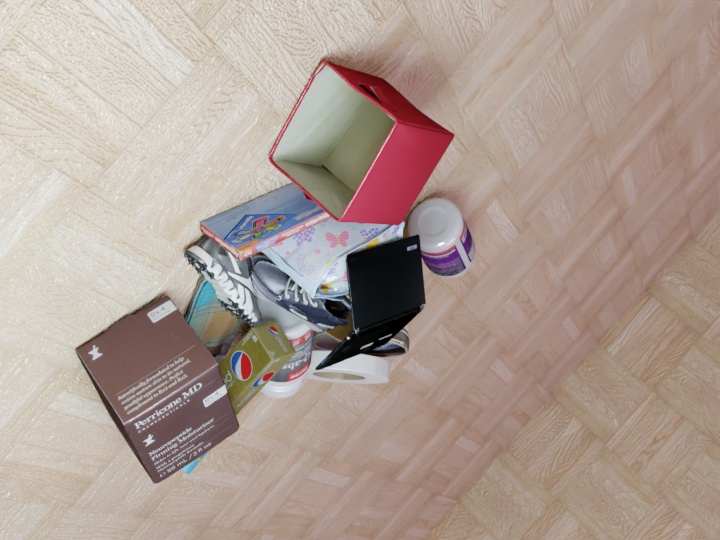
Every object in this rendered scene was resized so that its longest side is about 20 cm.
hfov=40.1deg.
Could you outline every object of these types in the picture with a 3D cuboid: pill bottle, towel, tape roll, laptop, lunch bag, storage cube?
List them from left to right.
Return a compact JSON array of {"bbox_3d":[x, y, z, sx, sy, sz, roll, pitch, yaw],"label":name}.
[{"bbox_3d":[-0.241,0.076,1.659,0.146,0.022,0.201,-9,134,-50],"label":"towel"},{"bbox_3d":[-0.142,0.133,1.773,0.115,0.116,0.201,-31,148,-29],"label":"pill bottle"},{"bbox_3d":[-0.056,-0.046,1.607,0.199,0.169,0.128,-29,144,-35],"label":"lunch bag"},{"bbox_3d":[-0.040,0.191,1.932,0.203,0.200,0.038,34,58,-62],"label":"tape roll"},{"bbox_3d":[0.002,-0.188,1.505,0.179,0.171,0.201,-1,127,-56],"label":"storage cube"},{"bbox_3d":[0.012,0.054,1.620,0.176,0.104,0.200,-17,158,-43],"label":"laptop"},{"bbox_3d":[0.168,-0.057,1.979,0.112,0.112,0.200,-45,153,-4],"label":"pill bottle"}]

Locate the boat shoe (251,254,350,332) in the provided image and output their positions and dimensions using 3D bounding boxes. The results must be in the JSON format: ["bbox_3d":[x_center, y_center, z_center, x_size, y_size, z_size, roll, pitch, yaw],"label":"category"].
[{"bbox_3d":[-0.099,0.032,1.627,0.199,0.092,0.075,33,64,-29],"label":"boat shoe"}]

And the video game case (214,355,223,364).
[{"bbox_3d":[-0.314,0.254,1.768,0.181,0.023,0.201,-36,156,-23],"label":"video game case"}]

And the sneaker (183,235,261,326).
[{"bbox_3d":[-0.195,0.007,1.556,0.091,0.066,0.201,-52,137,-20],"label":"sneaker"}]

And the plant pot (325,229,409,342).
[{"bbox_3d":[0.000,0.000,1.765,0.200,0.185,0.187,-46,155,-27],"label":"plant pot"}]

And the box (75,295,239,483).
[{"bbox_3d":[-0.309,0.186,1.527,0.165,0.164,0.201,-32,147,-18],"label":"box"}]

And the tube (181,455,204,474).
[{"bbox_3d":[-0.268,0.284,1.819,0.200,0.050,0.077,-48,171,-6],"label":"tube"}]

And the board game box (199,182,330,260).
[{"bbox_3d":[-0.136,-0.081,1.516,0.199,0.103,0.020,-27,133,-34],"label":"board game box"}]

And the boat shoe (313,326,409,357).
[{"bbox_3d":[-0.002,0.139,1.936,0.197,0.060,0.072,0,130,-3],"label":"boat shoe"}]

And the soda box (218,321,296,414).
[{"bbox_3d":[-0.198,0.174,1.670,0.064,0.068,0.200,-14,153,-52],"label":"soda box"}]
